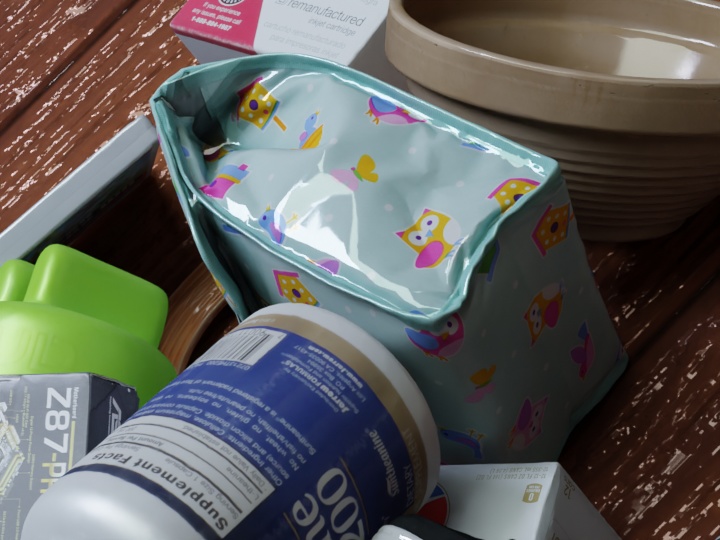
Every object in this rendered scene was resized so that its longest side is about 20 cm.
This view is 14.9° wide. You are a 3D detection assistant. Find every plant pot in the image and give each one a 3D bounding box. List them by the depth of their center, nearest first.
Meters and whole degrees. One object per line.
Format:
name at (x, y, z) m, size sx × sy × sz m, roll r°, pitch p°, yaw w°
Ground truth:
plant pot at (0.108, -0.072, 1.280) m, size 0.201 × 0.093 × 0.201 m, roll 5°, pitch 19°, yaw -2°

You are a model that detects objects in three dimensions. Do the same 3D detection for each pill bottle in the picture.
pill bottle at (-0.065, 0.109, 1.107) m, size 0.111 × 0.111 × 0.200 m, roll 6°, pitch 35°, yaw 40°

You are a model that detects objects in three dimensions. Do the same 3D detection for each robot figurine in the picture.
robot figurine at (-0.153, 0.093, 1.281) m, size 0.175 × 0.116 × 0.200 m, roll -15°, pitch 55°, yaw 52°

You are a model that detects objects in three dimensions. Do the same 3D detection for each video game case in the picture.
video game case at (-0.164, -0.019, 1.426) m, size 0.143 × 0.017 × 0.200 m, roll -41°, pitch 1°, yaw -7°

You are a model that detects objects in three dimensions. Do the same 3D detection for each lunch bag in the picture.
lunch bag at (0.000, 0.000, 1.235) m, size 0.200 × 0.170 × 0.122 m, roll 23°, pitch 65°, yaw 29°

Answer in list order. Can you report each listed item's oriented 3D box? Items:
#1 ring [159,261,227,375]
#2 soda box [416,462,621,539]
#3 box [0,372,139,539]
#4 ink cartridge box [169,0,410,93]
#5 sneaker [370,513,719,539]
ring at (-0.033, 0.045, 1.367) m, size 0.200 × 0.019 × 0.201 m, roll -21°, pitch 44°, yaw 22°
soda box at (0.010, 0.130, 1.218) m, size 0.200 × 0.068 × 0.064 m, roll -5°, pitch 51°, yaw 34°
box at (-0.180, 0.145, 1.181) m, size 0.161 × 0.049 × 0.200 m, roll -4°, pitch 76°, yaw 26°
ink cartridge box at (0.018, -0.168, 1.471) m, size 0.145 × 0.083 × 0.200 m, roll 19°, pitch 67°, yaw 45°
sneaker at (0.110, 0.130, 1.104) m, size 0.200 × 0.073 × 0.112 m, roll 31°, pitch 67°, yaw 12°
